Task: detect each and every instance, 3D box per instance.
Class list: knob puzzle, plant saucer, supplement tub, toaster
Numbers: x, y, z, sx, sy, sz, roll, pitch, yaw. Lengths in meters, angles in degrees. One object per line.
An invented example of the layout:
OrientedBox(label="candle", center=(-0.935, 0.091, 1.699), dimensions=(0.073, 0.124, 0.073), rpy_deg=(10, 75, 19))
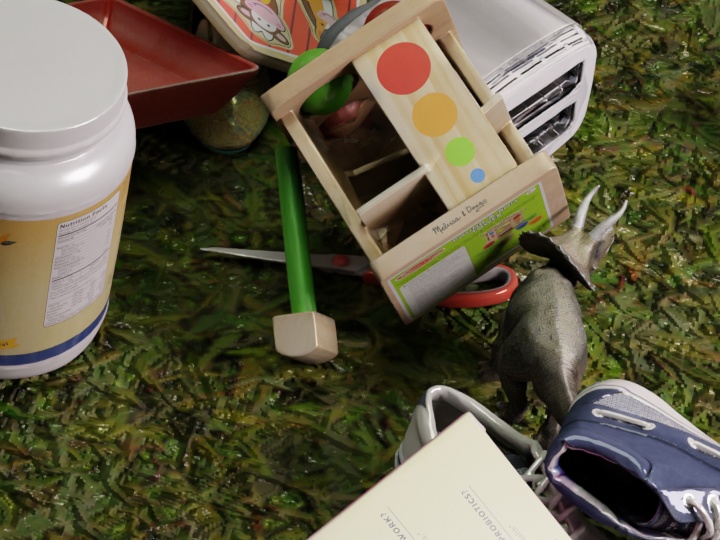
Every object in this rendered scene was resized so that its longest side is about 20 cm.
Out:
OrientedBox(label="knob puzzle", center=(-0.065, -0.207, 1.865), dimensions=(0.219, 0.030, 0.220), rpy_deg=(33, 30, -22))
OrientedBox(label="plant saucer", center=(-0.201, -0.128, 1.794), dimensions=(0.199, 0.037, 0.199), rpy_deg=(-13, 26, -33))
OrientedBox(label="supplement tub", center=(-0.210, -0.050, 1.605), dimensions=(0.144, 0.201, 0.145), rpy_deg=(8, 43, -7))
OrientedBox(label="toaster", center=(0.068, -0.128, 1.810), dimensions=(0.129, 0.114, 0.200), rpy_deg=(34, 47, 25))

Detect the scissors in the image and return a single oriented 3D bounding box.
OrientedBox(label="scissors", center=(0.000, 0.000, 1.723), dimensions=(0.199, 0.014, 0.073), rpy_deg=(-2, 42, -11))

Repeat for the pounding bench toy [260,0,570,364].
OrientedBox(label="pounding bench toy", center=(0.001, -0.056, 1.651), dimensions=(0.200, 0.124, 0.156), rpy_deg=(-34, 75, 0))

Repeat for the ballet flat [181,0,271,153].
OrientedBox(label="ballet flat", center=(-0.093, -0.164, 1.871), dimensions=(0.070, 0.071, 0.200), rpy_deg=(3, 40, -2))

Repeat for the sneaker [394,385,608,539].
OrientedBox(label="sneaker", center=(0.092, 0.138, 1.521), dimensions=(0.073, 0.071, 0.200), rpy_deg=(-30, 50, -34))

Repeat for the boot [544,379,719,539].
OrientedBox(label="boot", center=(0.194, 0.139, 1.498), dimensions=(0.199, 0.073, 0.090), rpy_deg=(28, 25, 8))

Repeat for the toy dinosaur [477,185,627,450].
OrientedBox(label="toy dinosaur", center=(0.109, 0.044, 1.612), dimensions=(0.077, 0.103, 0.200), rpy_deg=(8, 39, 5))

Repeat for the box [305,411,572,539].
OrientedBox(label="box", center=(0.028, 0.205, 1.361), dimensions=(0.176, 0.097, 0.200), rpy_deg=(50, 51, 5))
